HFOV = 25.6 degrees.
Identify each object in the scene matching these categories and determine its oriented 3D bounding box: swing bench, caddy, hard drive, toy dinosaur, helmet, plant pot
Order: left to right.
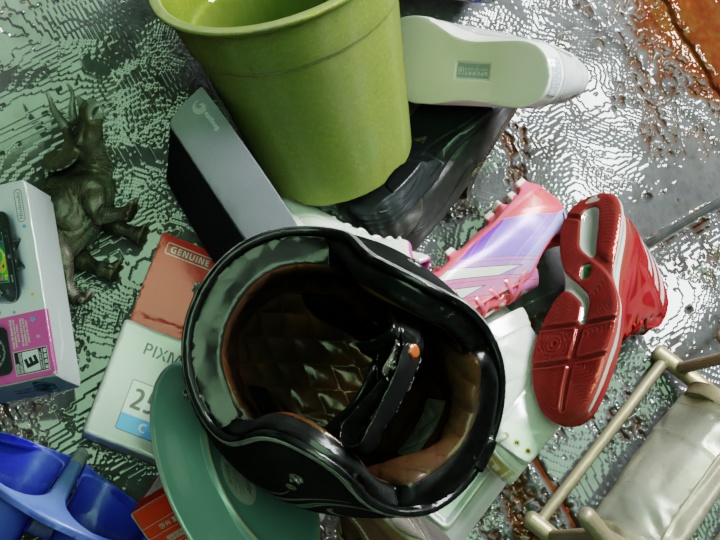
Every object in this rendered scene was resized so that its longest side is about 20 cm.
[{"bbox_3d":[-0.222,0.174,1.125,0.141,0.200,0.106,30,90,-6],"label":"caddy"},{"bbox_3d":[-0.231,-0.032,1.237,0.102,0.077,0.201,28,88,14],"label":"toy dinosaur"},{"bbox_3d":[-0.086,-0.028,1.215,0.042,0.135,0.201,-30,76,-19],"label":"hard drive"},{"bbox_3d":[-0.038,-0.160,1.220,0.199,0.200,0.191,-32,129,-16],"label":"plant pot"},{"bbox_3d":[-0.019,0.067,1.057,0.199,0.190,0.202,-13,111,-39],"label":"helmet"},{"bbox_3d":[0.275,0.190,1.255,0.200,0.130,0.199,44,72,-5],"label":"swing bench"}]

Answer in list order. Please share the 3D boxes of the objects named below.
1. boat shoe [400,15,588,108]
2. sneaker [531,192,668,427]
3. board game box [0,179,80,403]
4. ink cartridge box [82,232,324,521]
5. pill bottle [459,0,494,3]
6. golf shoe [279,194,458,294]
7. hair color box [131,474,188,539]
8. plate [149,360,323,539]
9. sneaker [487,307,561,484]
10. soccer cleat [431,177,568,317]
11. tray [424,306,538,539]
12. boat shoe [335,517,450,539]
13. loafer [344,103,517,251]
[{"bbox_3d":[0.098,-0.168,1.287,0.068,0.199,0.073,1,95,-44],"label":"boat shoe"},{"bbox_3d":[0.205,0.048,1.265,0.115,0.078,0.202,38,58,-37],"label":"sneaker"},{"bbox_3d":[-0.319,0.031,1.170,0.198,0.064,0.149,-13,79,6],"label":"board game box"},{"bbox_3d":[-0.095,0.081,1.244,0.198,0.045,0.178,21,75,-6],"label":"ink cartridge box"},{"bbox_3d":[0.021,-0.287,1.314,0.198,0.114,0.115,4,77,-11],"label":"pill bottle"},{"bbox_3d":[0.000,0.000,1.243,0.091,0.076,0.200,-28,54,-20],"label":"golf shoe"},{"bbox_3d":[-0.074,0.222,1.155,0.064,0.111,0.201,-29,100,16],"label":"hair color box"},{"bbox_3d":[-0.077,0.149,1.119,0.025,0.200,0.202,-29,84,19],"label":"plate"},{"bbox_3d":[0.079,0.120,1.223,0.199,0.074,0.116,-27,83,-26],"label":"sneaker"},{"bbox_3d":[0.099,0.010,1.288,0.076,0.067,0.200,42,69,7],"label":"soccer cleat"},{"bbox_3d":[0.089,0.125,1.283,0.107,0.022,0.200,39,73,0],"label":"tray"},{"bbox_3d":[0.017,0.207,1.187,0.072,0.076,0.200,-38,123,5],"label":"boat shoe"},{"bbox_3d":[0.067,-0.089,1.313,0.200,0.072,0.073,-43,127,-23],"label":"loafer"}]
